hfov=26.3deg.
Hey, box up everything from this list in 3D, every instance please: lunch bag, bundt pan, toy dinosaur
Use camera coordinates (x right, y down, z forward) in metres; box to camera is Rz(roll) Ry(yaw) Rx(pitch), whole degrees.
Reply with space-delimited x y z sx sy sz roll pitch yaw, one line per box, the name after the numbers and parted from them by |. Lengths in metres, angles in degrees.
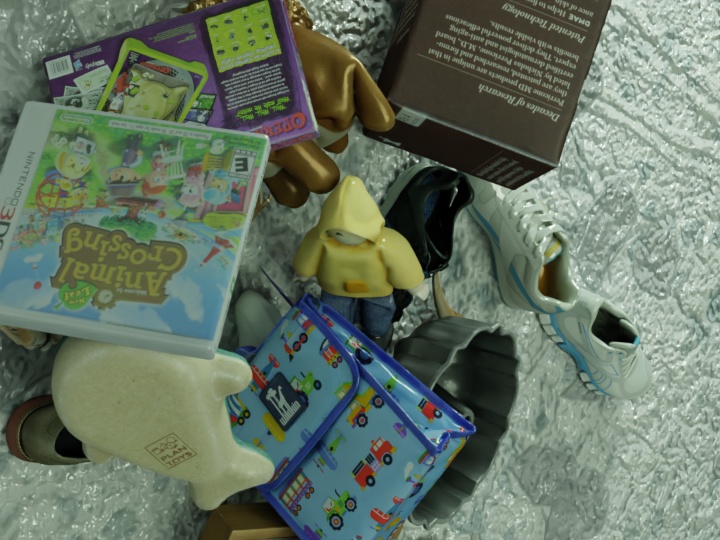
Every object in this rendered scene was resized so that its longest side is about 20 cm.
-0.029 0.130 1.311 0.151 0.200 0.094 -53 163 20 | lunch bag
0.067 0.132 1.431 0.202 0.075 0.204 -38 139 -42 | bundt pan
0.092 0.062 1.541 0.200 0.060 0.107 53 45 -43 | toy dinosaur

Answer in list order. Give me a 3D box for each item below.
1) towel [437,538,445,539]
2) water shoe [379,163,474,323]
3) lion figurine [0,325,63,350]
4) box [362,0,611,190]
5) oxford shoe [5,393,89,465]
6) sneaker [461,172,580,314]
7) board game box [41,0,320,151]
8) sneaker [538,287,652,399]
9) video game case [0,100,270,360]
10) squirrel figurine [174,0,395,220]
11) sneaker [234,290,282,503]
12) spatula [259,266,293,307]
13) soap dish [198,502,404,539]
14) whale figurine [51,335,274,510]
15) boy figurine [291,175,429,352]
0.025 0.371 1.546 0.143 0.023 0.202 4 94 -42 | towel
0.040 -0.011 1.457 0.071 0.079 0.202 32 77 -39 | water shoe
-0.196 -0.008 1.229 0.200 0.072 0.122 -49 125 4 | lion figurine
0.116 -0.202 1.398 0.163 0.166 0.202 19 84 -7 | box
-0.190 0.124 1.283 0.199 0.074 0.071 -19 109 -38 | oxford shoe
0.166 -0.046 1.561 0.076 0.080 0.201 -39 119 -27 | sneaker
-0.141 -0.135 1.206 0.032 0.198 0.121 45 31 -77 | board game box
0.275 0.085 1.674 0.200 0.086 0.075 41 69 -39 | sneaker
-0.182 -0.034 1.146 0.022 0.198 0.184 82 19 -63 | video game case
-0.101 -0.135 1.302 0.186 0.141 0.201 -37 106 -18 | squirrel figurine
-0.083 0.117 1.382 0.080 0.076 0.202 -20 104 -10 | sneaker
-0.051 0.073 1.407 0.020 0.057 0.201 -28 131 -14 | spatula
-0.070 0.279 1.380 0.199 0.081 0.158 4 119 -41 | soap dish
-0.149 0.099 1.200 0.200 0.158 0.104 48 23 -30 | whale figurine
0.000 0.000 1.345 0.201 0.123 0.065 92 13 -52 | boy figurine
